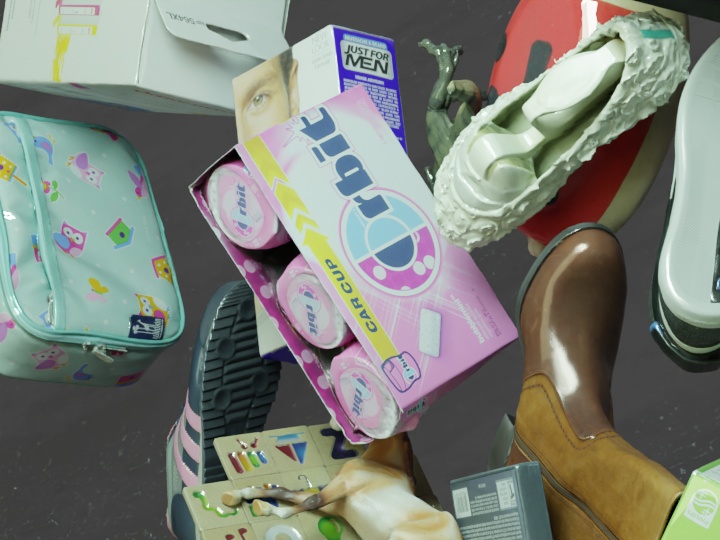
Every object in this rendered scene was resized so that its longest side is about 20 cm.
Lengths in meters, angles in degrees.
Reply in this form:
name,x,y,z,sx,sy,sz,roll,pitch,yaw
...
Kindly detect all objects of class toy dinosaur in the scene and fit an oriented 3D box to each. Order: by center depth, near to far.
name,x,y,z,sx,sy,sz,roll,pitch,yaw
toy dinosaur,0.059,-0.091,1.569,0.200,0.047,0.089,91,179,-60

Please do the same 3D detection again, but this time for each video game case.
name,x,y,z,sx,sy,sz,roll,pitch,yaw
video game case,0.093,0.216,1.464,0.143,0.019,0.201,148,113,-74

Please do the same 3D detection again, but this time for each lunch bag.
name,x,y,z,sx,sy,sz,roll,pitch,yaw
lunch bag,-0.217,-0.014,1.809,0.077,0.160,0.201,-39,56,37

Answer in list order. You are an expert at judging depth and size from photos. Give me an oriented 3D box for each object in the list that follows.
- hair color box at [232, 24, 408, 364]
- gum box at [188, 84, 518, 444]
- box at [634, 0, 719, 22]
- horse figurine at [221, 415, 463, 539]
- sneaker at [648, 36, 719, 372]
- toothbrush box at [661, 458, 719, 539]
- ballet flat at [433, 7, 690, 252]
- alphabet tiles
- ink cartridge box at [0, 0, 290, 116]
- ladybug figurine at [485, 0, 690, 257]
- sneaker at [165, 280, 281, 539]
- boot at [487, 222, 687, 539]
name,x,y,z,sx,sy,sz,roll,pitch,yaw
hair color box,-0.022,-0.049,1.677,0.109,0.065,0.201,-24,64,44
gum box,0.000,0.000,1.551,0.201,0.113,0.066,57,140,5
box,0.198,-0.252,1.365,0.124,0.148,0.201,140,139,-61
horse figurine,0.009,0.157,1.526,0.200,0.132,0.050,43,133,45
sneaker,0.201,-0.038,1.426,0.112,0.073,0.201,95,-167,-63
toothbrush box,0.191,0.200,1.324,0.086,0.145,0.201,27,106,21
ballet flat,0.101,-0.084,1.444,0.200,0.072,0.072,-41,55,29
alphabet tiles,-0.013,0.177,1.554,0.201,0.166,0.006,63,145,33
ink cartridge box,-0.145,-0.181,1.785,0.199,0.128,0.126,6,88,47
ladybug figurine,0.128,-0.106,1.515,0.135,0.072,0.201,16,95,47
sneaker,-0.105,0.099,1.720,0.082,0.070,0.201,21,106,51
boot,0.136,0.089,1.424,0.189,0.068,0.200,-69,22,14
